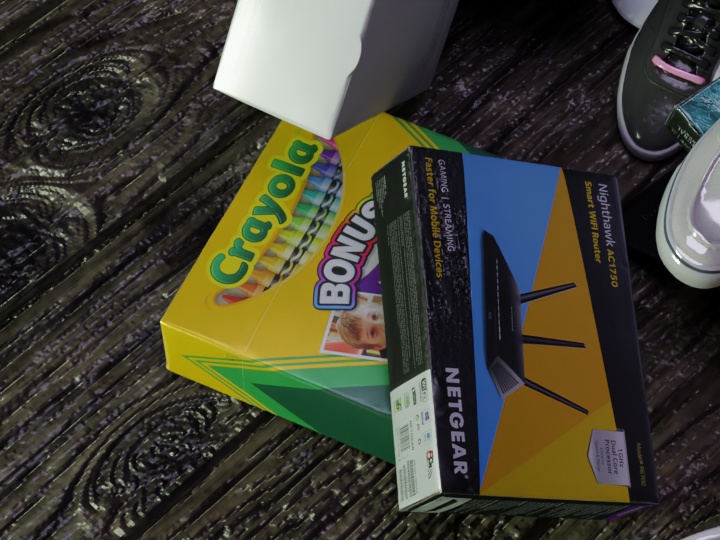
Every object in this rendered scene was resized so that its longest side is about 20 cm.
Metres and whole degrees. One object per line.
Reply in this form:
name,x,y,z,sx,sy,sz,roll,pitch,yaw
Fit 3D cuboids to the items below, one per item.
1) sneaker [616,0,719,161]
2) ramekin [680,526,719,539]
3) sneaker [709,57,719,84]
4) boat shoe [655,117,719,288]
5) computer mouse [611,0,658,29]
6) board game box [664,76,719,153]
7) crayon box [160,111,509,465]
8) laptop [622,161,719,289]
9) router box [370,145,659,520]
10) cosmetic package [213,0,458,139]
sneaker,0.221,-0.171,1.273,0.070,0.099,0.201,27,81,10
ramekin,0.208,0.241,1.023,0.200,0.095,0.204,0,60,0
sneaker,0.290,-0.120,1.254,0.091,0.076,0.200,15,47,34
boat shoe,0.239,-0.077,1.130,0.071,0.070,0.200,39,67,10
computer mouse,0.264,-0.224,1.369,0.199,0.044,0.110,-27,62,-19
board game box,0.301,-0.094,1.200,0.199,0.028,0.136,-33,74,-19
crayon box,0.000,0.000,1.202,0.171,0.059,0.201,22,58,12
laptop,0.291,-0.002,1.244,0.187,0.116,0.201,-35,93,-22
router box,0.087,0.037,1.127,0.148,0.051,0.202,6,68,-29
cosmetic package,-0.005,-0.158,1.220,0.084,0.109,0.200,24,18,14
